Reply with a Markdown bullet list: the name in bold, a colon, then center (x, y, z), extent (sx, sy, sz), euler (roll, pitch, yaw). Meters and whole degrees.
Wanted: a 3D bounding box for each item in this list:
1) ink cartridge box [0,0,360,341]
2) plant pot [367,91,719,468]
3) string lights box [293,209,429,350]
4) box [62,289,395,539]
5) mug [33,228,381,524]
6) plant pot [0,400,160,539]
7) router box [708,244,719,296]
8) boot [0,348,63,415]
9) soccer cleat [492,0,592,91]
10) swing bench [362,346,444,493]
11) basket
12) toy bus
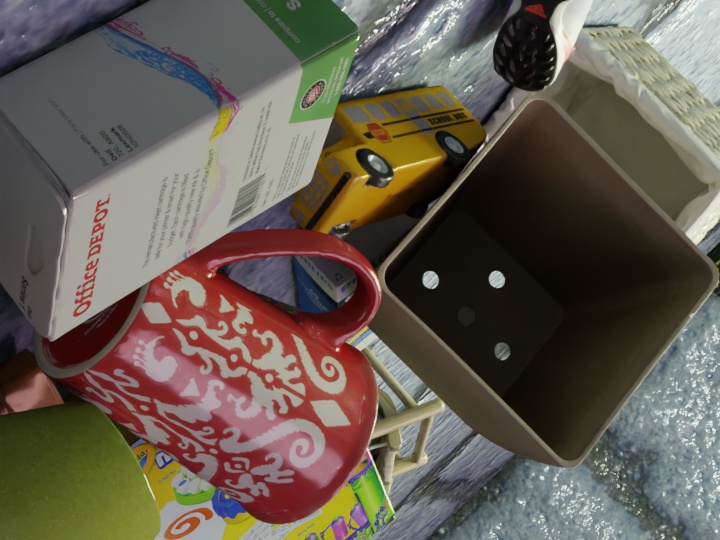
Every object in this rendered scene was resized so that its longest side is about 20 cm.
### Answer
- **ink cartridge box**: center (-0.110, -0.071, 0.912), extent (0.199, 0.084, 0.145), euler (-34, 162, -30)
- **plant pot**: center (0.113, 0.019, 1.274), extent (0.200, 0.200, 0.177), euler (-48, -174, -20)
- **string lights box**: center (0.000, 0.000, 1.402), extent (0.103, 0.059, 0.200), euler (-39, 164, -13)
- **box**: center (-0.108, 0.151, 1.248), extent (0.199, 0.122, 0.194), euler (-34, 119, -25)
- **mug**: center (-0.094, 0.044, 1.077), extent (0.200, 0.133, 0.179), euler (35, 70, -37)
- **plant pot**: center (-0.224, 0.164, 0.971), extent (0.199, 0.188, 0.188), euler (-30, 161, -23)
- **router box**: center (0.680, -0.042, 2.914), extent (0.200, 0.062, 0.150), euler (-46, 163, 12)
- **boot**: center (-0.265, 0.137, 1.128), extent (0.155, 0.077, 0.201), euler (-41, 157, -20)
- **soccer cleat**: center (0.147, -0.218, 1.214), extent (0.073, 0.068, 0.201), euler (-60, 172, -35)
- **swing bench**: center (-0.038, 0.175, 1.637), extent (0.200, 0.130, 0.199), euler (-38, 164, -16)
- **basket**: center (0.218, -0.087, 1.462), extent (0.200, 0.198, 0.161), euler (-52, 165, 30)
- **toy bus**: center (0.015, -0.081, 1.198), extent (0.065, 0.078, 0.199), euler (-50, 162, 31)
